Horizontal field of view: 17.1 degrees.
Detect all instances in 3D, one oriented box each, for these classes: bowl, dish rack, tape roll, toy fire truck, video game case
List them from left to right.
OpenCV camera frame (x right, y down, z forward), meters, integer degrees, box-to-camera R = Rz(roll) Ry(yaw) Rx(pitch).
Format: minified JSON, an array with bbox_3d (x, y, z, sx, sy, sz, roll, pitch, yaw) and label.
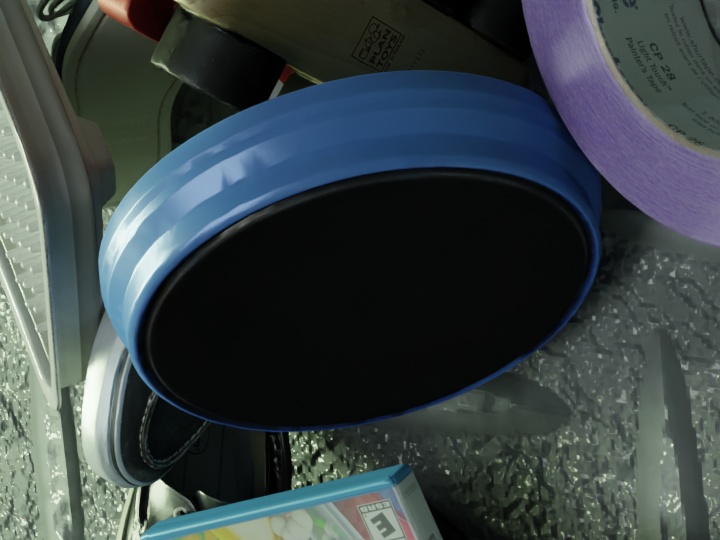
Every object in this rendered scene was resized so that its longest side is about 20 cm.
[{"bbox_3d":[-0.149,-0.057,1.053,0.172,0.043,0.201,97,154,-52],"label":"dish rack"},{"bbox_3d":[-0.039,-0.133,0.963,0.200,0.176,0.129,31,95,44],"label":"toy fire truck"},{"bbox_3d":[0.000,0.000,0.926,0.201,0.199,0.040,-48,46,42],"label":"bowl"},{"bbox_3d":[0.002,0.185,0.998,0.143,0.018,0.201,-16,103,37],"label":"video game case"},{"bbox_3d":[0.149,-0.110,0.837,0.199,0.065,0.202,14,110,44],"label":"tape roll"}]

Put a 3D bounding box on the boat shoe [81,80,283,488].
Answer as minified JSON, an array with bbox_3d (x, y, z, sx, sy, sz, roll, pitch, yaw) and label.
[{"bbox_3d":[-0.051,0.007,1.024,0.071,0.072,0.201,25,86,35],"label":"boat shoe"}]

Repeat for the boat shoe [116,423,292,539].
[{"bbox_3d":[-0.064,0.103,1.072,0.066,0.074,0.201,135,145,-60],"label":"boat shoe"}]

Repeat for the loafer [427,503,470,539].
[{"bbox_3d":[0.054,0.171,1.010,0.200,0.070,0.068,39,127,33],"label":"loafer"}]

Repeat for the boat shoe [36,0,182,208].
[{"bbox_3d":[-0.107,-0.103,1.089,0.200,0.074,0.062,106,150,-60],"label":"boat shoe"}]
